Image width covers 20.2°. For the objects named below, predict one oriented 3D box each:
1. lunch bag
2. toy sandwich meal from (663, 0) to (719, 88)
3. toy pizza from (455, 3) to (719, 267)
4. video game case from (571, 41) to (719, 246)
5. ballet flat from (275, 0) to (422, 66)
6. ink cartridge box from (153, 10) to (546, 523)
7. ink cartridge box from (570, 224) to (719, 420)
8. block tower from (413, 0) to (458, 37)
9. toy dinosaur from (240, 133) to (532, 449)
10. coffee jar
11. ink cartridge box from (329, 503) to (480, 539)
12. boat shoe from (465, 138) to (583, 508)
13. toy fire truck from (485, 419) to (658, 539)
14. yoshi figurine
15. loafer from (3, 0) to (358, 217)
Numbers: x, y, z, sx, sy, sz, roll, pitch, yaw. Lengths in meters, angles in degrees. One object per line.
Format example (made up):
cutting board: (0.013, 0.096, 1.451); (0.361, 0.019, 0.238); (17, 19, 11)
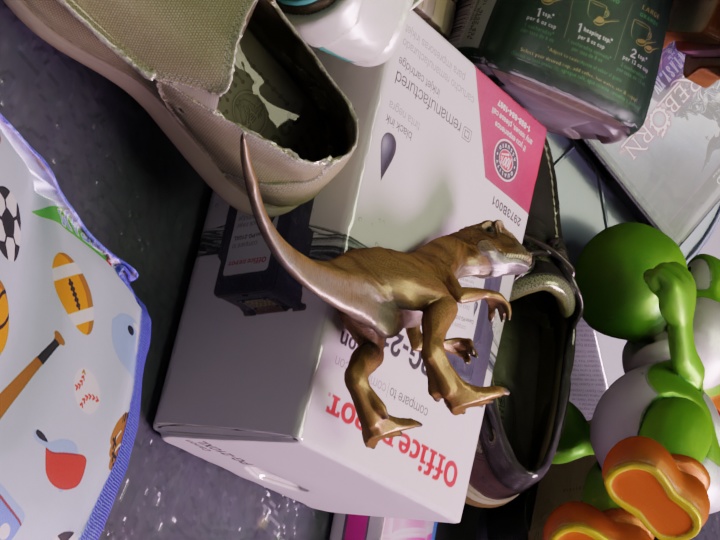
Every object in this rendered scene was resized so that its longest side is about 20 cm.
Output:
lunch bag: (-0.162, 0.038, 0.636); (0.201, 0.123, 0.170); (-60, 138, -23)
toy sandwich meal: (0.201, -0.158, 0.968); (0.205, 0.070, 0.206); (-158, -90, -84)
toy pizza: (0.115, -0.076, 1.078); (0.199, 0.032, 0.202); (-2, 94, -24)
video game case: (0.148, -0.131, 1.061); (0.143, 0.019, 0.200); (-47, 109, -15)
ballet flat: (0.026, -0.174, 0.855); (0.069, 0.069, 0.201); (45, 66, -49)
ink cartridge box: (0.000, 0.000, 0.914); (0.145, 0.084, 0.201); (33, 66, -51)
ink cartridge box: (0.185, 0.055, 1.248); (0.196, 0.043, 0.201); (-47, 129, -46)
block tower: (-0.019, -0.163, 0.901); (0.200, 0.057, 0.054); (31, 68, -55)
toy dinosaur: (0.005, 0.012, 0.818); (0.200, 0.060, 0.107); (3, 65, -58)
coffee jar: (0.114, -0.171, 0.985); (0.104, 0.085, 0.201); (22, 82, -16)
ink cartridge box: (0.026, 0.109, 1.014); (0.095, 0.037, 0.202); (24, 70, -55)
boat shoe: (0.079, 0.014, 0.993); (0.071, 0.066, 0.202); (14, 72, -29)
toy fire truck: (0.131, 0.203, 1.097); (0.176, 0.128, 0.201); (-71, 141, -55)
yoshi figurine: (0.134, 0.050, 1.007); (0.201, 0.112, 0.113); (-67, 149, -47)
loafer: (-0.069, -0.102, 0.787); (0.200, 0.068, 0.076); (43, 55, -30)
